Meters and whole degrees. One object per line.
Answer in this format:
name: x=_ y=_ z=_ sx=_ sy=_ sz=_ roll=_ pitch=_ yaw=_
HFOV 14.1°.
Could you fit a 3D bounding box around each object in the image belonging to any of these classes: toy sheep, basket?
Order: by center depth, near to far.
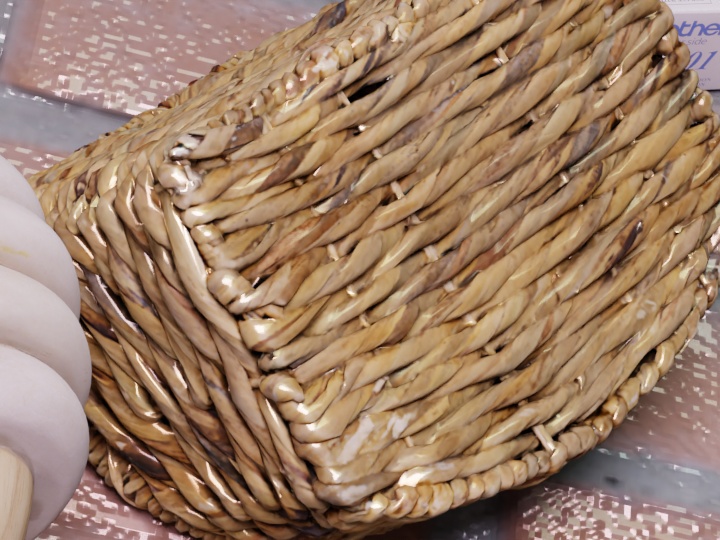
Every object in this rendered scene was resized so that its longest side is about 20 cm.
toy sheep: x=-0.138 y=0.017 z=0.760 sx=0.137 sy=0.138 sz=0.201 roll=-8 pitch=59 yaw=-25
basket: x=0.000 y=0.000 z=0.864 sx=0.200 sy=0.149 sz=0.143 roll=-35 pitch=100 yaw=-38

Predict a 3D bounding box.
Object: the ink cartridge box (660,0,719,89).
ink cartridge box: x=0.163 y=-0.114 z=1.030 sx=0.199 sy=0.044 sz=0.094 roll=-4 pitch=53 yaw=-22
